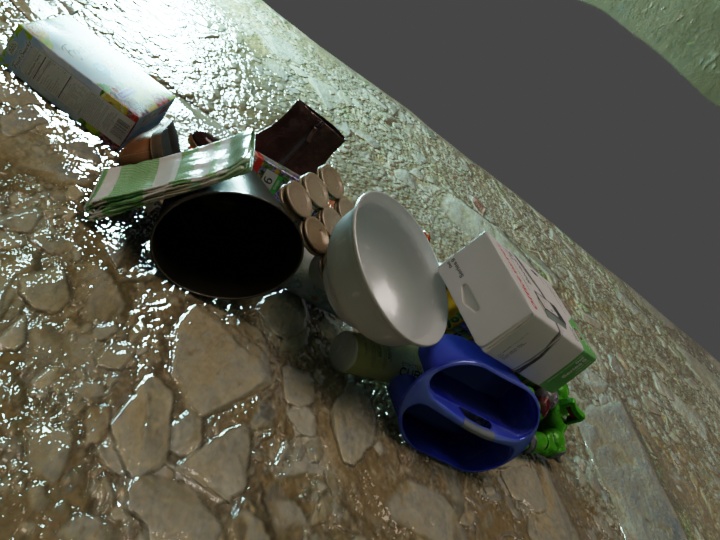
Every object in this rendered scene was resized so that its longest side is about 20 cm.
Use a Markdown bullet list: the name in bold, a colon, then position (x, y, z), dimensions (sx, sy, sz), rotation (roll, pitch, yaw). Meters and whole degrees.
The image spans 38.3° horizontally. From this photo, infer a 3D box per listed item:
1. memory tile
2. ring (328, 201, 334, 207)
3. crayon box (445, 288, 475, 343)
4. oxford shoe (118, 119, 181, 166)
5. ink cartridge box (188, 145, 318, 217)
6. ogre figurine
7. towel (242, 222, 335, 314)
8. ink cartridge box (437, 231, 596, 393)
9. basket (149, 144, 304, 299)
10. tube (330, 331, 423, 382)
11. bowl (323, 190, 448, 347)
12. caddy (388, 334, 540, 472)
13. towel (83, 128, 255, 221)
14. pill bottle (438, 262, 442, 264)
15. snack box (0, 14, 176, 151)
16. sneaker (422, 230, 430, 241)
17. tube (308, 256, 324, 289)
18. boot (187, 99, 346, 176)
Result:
- **memory tile**: position (-0.027, -0.035, 1.339), dimensions (0.201, 0.017, 0.153), rotation (63, 29, -7)
- **ring**: position (-0.006, -0.021, 1.572), dimensions (0.201, 0.019, 0.201), rotation (56, 15, -23)
- **crayon box**: position (0.155, 0.083, 1.504), dimensions (0.200, 0.125, 0.052), rotation (42, 37, -29)
- **oxford shoe**: position (-0.282, -0.163, 1.400), dimensions (0.200, 0.071, 0.072), rotation (-82, 161, -83)
- **ink cartridge box**: position (-0.149, -0.143, 1.496), dimensions (0.199, 0.051, 0.109), rotation (30, 5, -15)
- **ogre figurine**: position (0.266, 0.201, 1.542), dimensions (0.120, 0.098, 0.200), rotation (42, 22, -27)
- **towel**: position (-0.110, -0.033, 1.455), dimensions (0.171, 0.048, 0.200), rotation (27, 22, -27)
- **ink cartridge box**: position (0.204, 0.057, 1.341), dimensions (0.200, 0.084, 0.146), rotation (31, 26, -50)
- **basket**: position (-0.175, -0.070, 1.283), dimensions (0.179, 0.137, 0.200), rotation (6, 24, -17)
- **tube**: position (0.047, 0.118, 1.352), dimensions (0.199, 0.058, 0.052), rotation (17, 11, -44)
- **bowl**: position (0.018, 0.012, 1.269), dimensions (0.201, 0.090, 0.202), rotation (38, 39, -39)
- **caddy**: position (0.131, 0.172, 1.294), dimensions (0.199, 0.142, 0.105), rotation (28, 18, -28)
- **towel**: position (-0.223, -0.119, 1.232), dimensions (0.153, 0.199, 0.024), rotation (-101, 174, -67)
- **pill bottle**: position (0.170, 0.081, 1.620), dimensions (0.200, 0.114, 0.114), rotation (32, 20, -23)
- **snack box**: position (-0.375, -0.265, 1.444), dimensions (0.200, 0.068, 0.169), rotation (36, 19, -6)
- **sneaker**: position (0.051, -0.027, 1.517), dimensions (0.077, 0.073, 0.200), rotation (14, -4, -15)
- **tube**: position (0.000, 0.000, 1.436), dimensions (0.200, 0.052, 0.058), rotation (4, 66, -61)
- **boot**: position (-0.142, -0.197, 1.575), dimensions (0.200, 0.167, 0.072), rotation (35, 19, -14)
